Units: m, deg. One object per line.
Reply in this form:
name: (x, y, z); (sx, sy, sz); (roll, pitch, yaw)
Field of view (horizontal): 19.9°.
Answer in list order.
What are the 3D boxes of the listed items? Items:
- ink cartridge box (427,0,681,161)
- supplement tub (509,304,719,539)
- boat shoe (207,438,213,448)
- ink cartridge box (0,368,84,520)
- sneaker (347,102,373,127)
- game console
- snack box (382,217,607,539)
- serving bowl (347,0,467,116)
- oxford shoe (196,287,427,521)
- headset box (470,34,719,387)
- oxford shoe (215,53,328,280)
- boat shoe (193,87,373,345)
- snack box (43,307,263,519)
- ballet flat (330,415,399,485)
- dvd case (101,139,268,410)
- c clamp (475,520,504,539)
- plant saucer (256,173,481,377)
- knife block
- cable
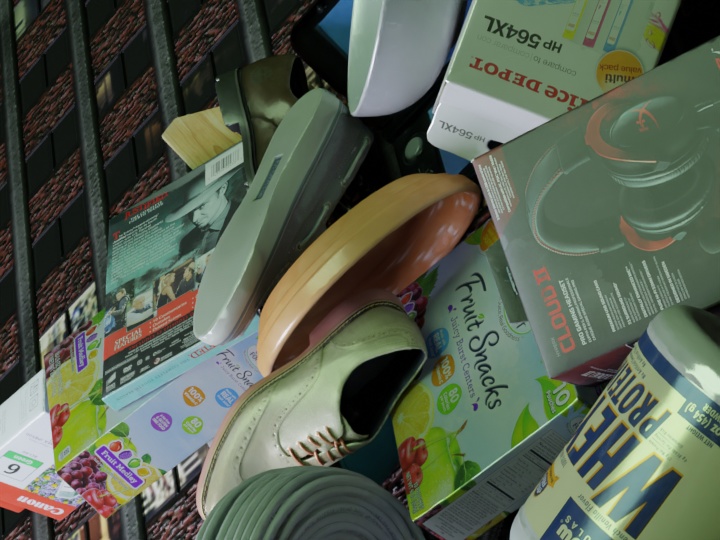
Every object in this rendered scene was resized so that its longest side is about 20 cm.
ink cartridge box: (0.134, -0.158, 1.350); (0.125, 0.128, 0.201); (101, -171, -84)
supplement tub: (0.173, 0.136, 1.135); (0.200, 0.145, 0.145); (-56, 35, 12)
boat shoe: (-0.064, 0.144, 1.529); (0.066, 0.070, 0.200); (-38, 35, 7)
ink cartridge box: (-0.283, 0.167, 1.768); (0.200, 0.109, 0.050); (-39, 41, 34)
sneaker: (0.041, -0.213, 1.603); (0.200, 0.067, 0.090); (-51, 41, 25)
game console: (0.058, -0.162, 1.502); (0.200, 0.118, 0.173); (-46, 36, 27)
snack box: (0.085, 0.066, 1.355); (0.142, 0.053, 0.200); (-38, 36, 21)
serving bowl: (0.038, -0.202, 1.417); (0.200, 0.066, 0.201); (-173, 90, -84)
oxford shoe: (-0.034, 0.103, 1.366); (0.200, 0.071, 0.074); (-52, 35, 7)
headset box: (0.169, -0.028, 1.223); (0.200, 0.075, 0.149); (-25, 72, 24)
oxford shoe: (-0.043, -0.078, 1.521); (0.084, 0.073, 0.201); (-23, 67, 11)
boat shoe: (-0.048, -0.029, 1.440); (0.070, 0.071, 0.201); (-5, 56, 62)
snack box: (-0.146, 0.069, 1.575); (0.200, 0.068, 0.169); (-37, 31, 9)
ballet flat: (-0.025, 0.147, 1.432); (0.074, 0.074, 0.200); (-8, 46, 51)
dvd case: (-0.133, -0.001, 1.548); (0.146, 0.022, 0.200); (-30, 39, 20)
c clamp: (0.093, 0.190, 1.319); (0.171, 0.027, 0.201); (-4, 64, 52)
plant saucer: (0.000, 0.000, 1.428); (0.037, 0.200, 0.200); (48, 114, 13)
knife block: (-0.070, -0.051, 1.615); (0.199, 0.064, 0.176); (-11, 60, 31)
cable: (-0.031, 0.225, 1.311); (0.069, 0.200, 0.201); (-6, 63, 39)
